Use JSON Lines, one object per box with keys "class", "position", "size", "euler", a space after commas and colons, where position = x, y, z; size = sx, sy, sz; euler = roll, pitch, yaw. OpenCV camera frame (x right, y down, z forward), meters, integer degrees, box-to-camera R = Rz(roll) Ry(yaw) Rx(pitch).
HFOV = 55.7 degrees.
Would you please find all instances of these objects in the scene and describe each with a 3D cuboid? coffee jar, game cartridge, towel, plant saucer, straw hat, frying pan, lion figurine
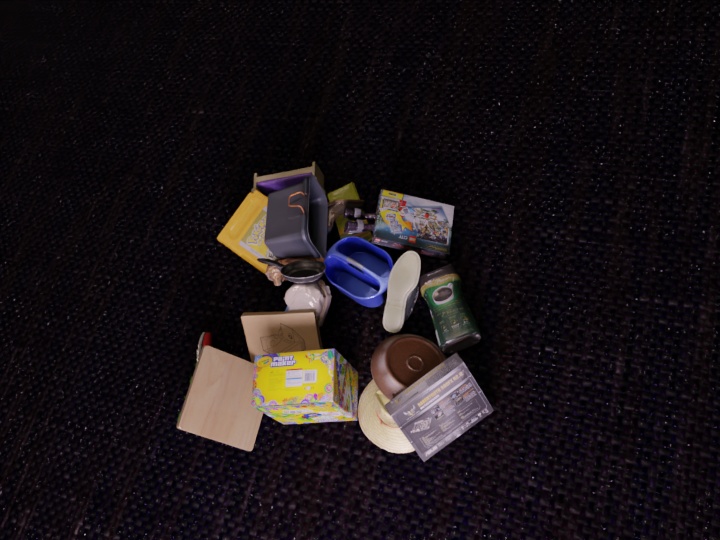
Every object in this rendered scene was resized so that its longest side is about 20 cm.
{"class": "coffee jar", "position": [0.211, 0.088, 1.629], "size": [0.103, 0.085, 0.203], "euler": [-21, 61, 9]}
{"class": "game cartridge", "position": [-0.263, -0.100, 1.862], "size": [0.198, 0.032, 0.178], "euler": [34, 78, 2]}
{"class": "towel", "position": [-0.030, -0.146, 1.858], "size": [0.085, 0.018, 0.203], "euler": [-22, 61, 7]}
{"class": "plant saucer", "position": [0.123, 0.222, 1.570], "size": [0.196, 0.037, 0.203], "euler": [7, 49, -8]}
{"class": "straw hat", "position": [0.076, 0.313, 1.570], "size": [0.197, 0.085, 0.205], "euler": [-7, 65, 15]}
{"class": "frying pan", "position": [-0.176, 0.002, 1.678], "size": [0.186, 0.031, 0.115], "euler": [-1, 23, 7]}
{"class": "lion figurine", "position": [-0.147, -0.021, 1.779], "size": [0.198, 0.123, 0.073], "euler": [-31, 60, 2]}

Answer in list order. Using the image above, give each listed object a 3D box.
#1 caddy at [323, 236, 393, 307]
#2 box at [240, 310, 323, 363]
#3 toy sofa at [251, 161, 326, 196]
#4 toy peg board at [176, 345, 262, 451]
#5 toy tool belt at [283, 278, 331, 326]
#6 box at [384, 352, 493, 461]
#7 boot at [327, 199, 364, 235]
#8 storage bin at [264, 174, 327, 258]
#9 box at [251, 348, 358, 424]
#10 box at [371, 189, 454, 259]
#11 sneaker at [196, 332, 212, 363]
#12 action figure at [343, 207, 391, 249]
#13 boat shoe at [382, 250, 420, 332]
{"class": "caddy", "position": [0.000, 0.000, 1.728], "size": [0.198, 0.105, 0.142], "euler": [29, 78, 27]}
{"class": "box", "position": [-0.191, 0.178, 1.695], "size": [0.196, 0.166, 0.021], "euler": [-2, 23, 18]}
{"class": "toy sofa", "position": [-0.201, -0.229, 1.916], "size": [0.196, 0.083, 0.099], "euler": [-8, 63, 15]}
{"class": "toy peg board", "position": [-0.342, 0.315, 1.678], "size": [0.097, 0.197, 0.203], "euler": [-14, 55, 55]}
{"class": "toy tool belt", "position": [-0.144, 0.099, 1.728], "size": [0.123, 0.123, 0.202], "euler": [28, 118, 1]}
{"class": "box", "position": [0.175, 0.303, 1.501], "size": [0.199, 0.159, 0.048], "euler": [-36, 25, -1]}
{"class": "boot", "position": [-0.079, -0.134, 1.838], "size": [0.196, 0.075, 0.099], "euler": [-10, 87, 5]}
{"class": "storage bin", "position": [-0.170, -0.129, 1.724], "size": [0.132, 0.146, 0.203], "euler": [-11, 57, 16]}
{"class": "box", "position": [-0.125, 0.277, 1.593], "size": [0.196, 0.193, 0.124], "euler": [-6, 64, 15]}
{"class": "box", "position": [0.134, -0.117, 1.730], "size": [0.196, 0.038, 0.139], "euler": [12, 68, -6]}
{"class": "sneaker", "position": [-0.376, 0.256, 1.766], "size": [0.083, 0.077, 0.203], "euler": [-10, 70, -4]}
{"class": "action figure", "position": [0.055, -0.126, 1.775], "size": [0.196, 0.070, 0.132], "euler": [4, 66, -8]}
{"class": "boat shoe", "position": [0.107, 0.051, 1.664], "size": [0.073, 0.066, 0.203], "euler": [12, 93, 19]}
